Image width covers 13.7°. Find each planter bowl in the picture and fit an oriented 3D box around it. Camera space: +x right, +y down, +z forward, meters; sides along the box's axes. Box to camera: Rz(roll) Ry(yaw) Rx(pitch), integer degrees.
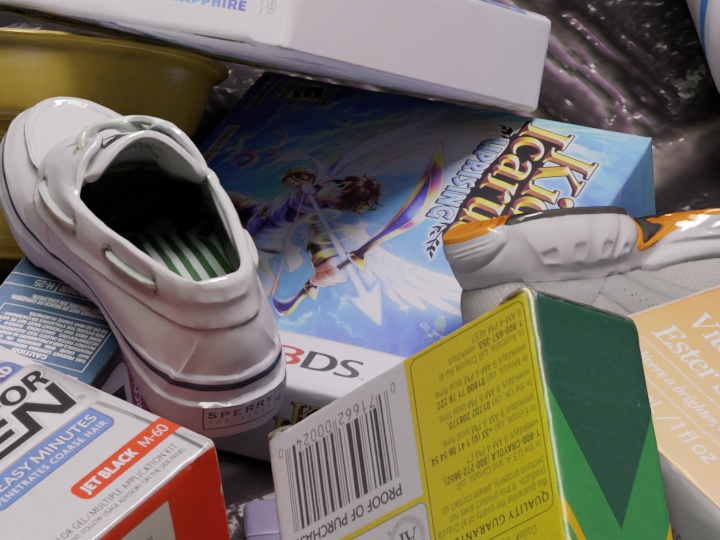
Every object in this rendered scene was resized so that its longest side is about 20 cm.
[{"bbox_3d":[-0.153,-0.043,1.211,0.199,0.084,0.200,1,-5,0],"label":"planter bowl"}]

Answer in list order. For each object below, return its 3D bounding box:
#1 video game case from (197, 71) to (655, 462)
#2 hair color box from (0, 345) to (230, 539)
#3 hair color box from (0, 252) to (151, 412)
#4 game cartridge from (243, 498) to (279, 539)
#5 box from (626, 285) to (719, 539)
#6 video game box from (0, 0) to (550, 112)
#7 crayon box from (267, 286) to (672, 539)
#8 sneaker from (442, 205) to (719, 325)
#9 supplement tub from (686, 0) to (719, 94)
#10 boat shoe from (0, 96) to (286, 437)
[{"bbox_3d":[0.000,0.000,1.196,0.180,0.046,0.200,12,40,22],"label":"video game case"},{"bbox_3d":[-0.150,0.071,0.934,0.199,0.064,0.111,20,43,34],"label":"hair color box"},{"bbox_3d":[-0.131,0.094,1.040,0.060,0.100,0.200,13,40,19],"label":"hair color box"},{"bbox_3d":[0.059,0.115,1.041,0.199,0.039,0.130,-6,40,0],"label":"game cartridge"},{"bbox_3d":[0.172,0.079,0.969,0.199,0.107,0.152,-18,42,-31],"label":"box"},{"bbox_3d":[-0.048,-0.106,1.197,0.181,0.047,0.200,9,1,31],"label":"video game box"},{"bbox_3d":[0.038,0.123,0.891,0.051,0.127,0.201,16,56,-39],"label":"crayon box"},{"bbox_3d":[0.115,0.024,1.129,0.199,0.093,0.076,-2,-3,-34],"label":"sneaker"},{"bbox_3d":[0.198,-0.151,1.299,0.131,0.133,0.200,-6,36,0],"label":"supplement tub"},{"bbox_3d":[-0.074,-0.023,1.051,0.073,0.067,0.200,-16,36,-23],"label":"boat shoe"}]
